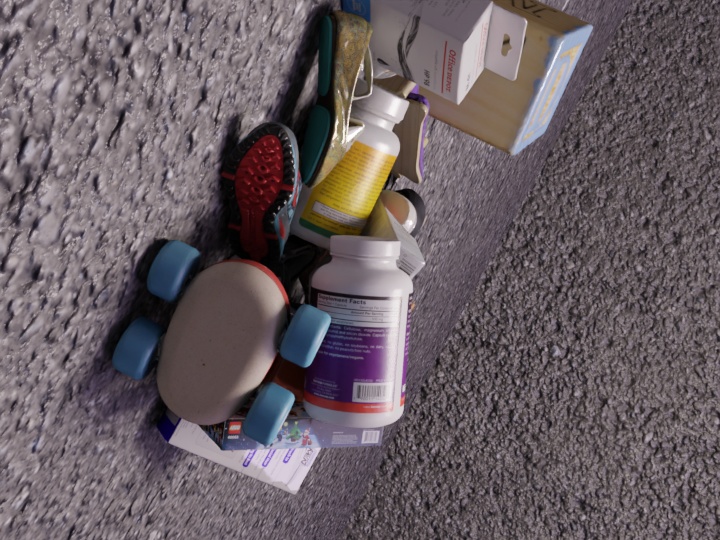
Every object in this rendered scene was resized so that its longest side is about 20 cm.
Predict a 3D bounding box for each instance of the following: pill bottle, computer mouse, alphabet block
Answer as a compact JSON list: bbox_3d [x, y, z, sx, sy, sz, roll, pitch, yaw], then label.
[{"bbox_3d":[-0.002,0.064,0.988,0.112,0.112,0.200,-10,105,-72],"label":"pill bottle"},{"bbox_3d":[0.051,-0.082,1.358,0.139,0.053,0.200,-57,-159,-1],"label":"computer mouse"},{"bbox_3d":[0.206,-0.315,1.368,0.196,0.200,0.196,-35,151,-59],"label":"alphabet block"},{"bbox_3d":[-0.020,-0.133,1.108,0.200,0.113,0.113,-65,165,11],"label":"pill bottle"}]

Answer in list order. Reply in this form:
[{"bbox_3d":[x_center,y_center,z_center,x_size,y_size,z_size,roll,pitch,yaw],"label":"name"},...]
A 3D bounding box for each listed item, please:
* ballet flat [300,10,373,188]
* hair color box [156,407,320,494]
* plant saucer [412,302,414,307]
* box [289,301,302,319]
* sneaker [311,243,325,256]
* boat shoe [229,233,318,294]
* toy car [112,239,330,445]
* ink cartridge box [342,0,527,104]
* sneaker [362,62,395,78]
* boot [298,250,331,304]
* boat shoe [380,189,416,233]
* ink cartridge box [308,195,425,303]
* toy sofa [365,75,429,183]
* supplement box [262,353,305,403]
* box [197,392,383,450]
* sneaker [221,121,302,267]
[{"bbox_3d":[-0.022,-0.187,1.012,0.071,0.071,0.200,-31,133,-63],"label":"ballet flat"},{"bbox_3d":[-0.145,0.198,1.157,0.109,0.200,0.065,-60,-152,-2],"label":"hair color box"},{"bbox_3d":[0.011,0.123,1.310,0.200,0.037,0.200,-56,175,-7],"label":"plant saucer"},{"bbox_3d":[-0.110,0.156,1.322,0.199,0.123,0.200,-63,166,2],"label":"box"},{"bbox_3d":[-0.026,-0.104,1.199,0.200,0.083,0.071,-64,165,13],"label":"sneaker"},{"bbox_3d":[-0.120,0.011,1.122,0.200,0.068,0.072,-41,155,-52],"label":"boat shoe"},{"bbox_3d":[-0.135,0.064,0.988,0.200,0.184,0.177,-53,168,-80],"label":"toy car"},{"bbox_3d":[0.080,-0.268,1.023,0.067,0.200,0.116,-55,164,-20],"label":"ink cartridge box"},{"bbox_3d":[0.063,-0.302,1.160,0.200,0.078,0.077,-51,171,-32],"label":"sneaker"},{"bbox_3d":[-0.026,0.000,1.258,0.070,0.146,0.200,-16,148,-40],"label":"boot"},{"bbox_3d":[0.021,-0.060,1.245,0.200,0.068,0.072,-7,-121,53],"label":"boat shoe"},{"bbox_3d":[0.000,0.000,1.141,0.160,0.047,0.200,-49,-162,15],"label":"ink cartridge box"},{"bbox_3d":[0.067,-0.219,1.278,0.083,0.097,0.200,-55,163,-23],"label":"toy sofa"},{"bbox_3d":[-0.106,0.098,1.118,0.069,0.066,0.200,-65,-153,-1],"label":"supplement box"},{"bbox_3d":[-0.091,0.169,1.064,0.200,0.137,0.038,4,99,-29],"label":"box"},{"bbox_3d":[-0.105,-0.099,1.002,0.200,0.079,0.096,108,0,-50],"label":"sneaker"}]
